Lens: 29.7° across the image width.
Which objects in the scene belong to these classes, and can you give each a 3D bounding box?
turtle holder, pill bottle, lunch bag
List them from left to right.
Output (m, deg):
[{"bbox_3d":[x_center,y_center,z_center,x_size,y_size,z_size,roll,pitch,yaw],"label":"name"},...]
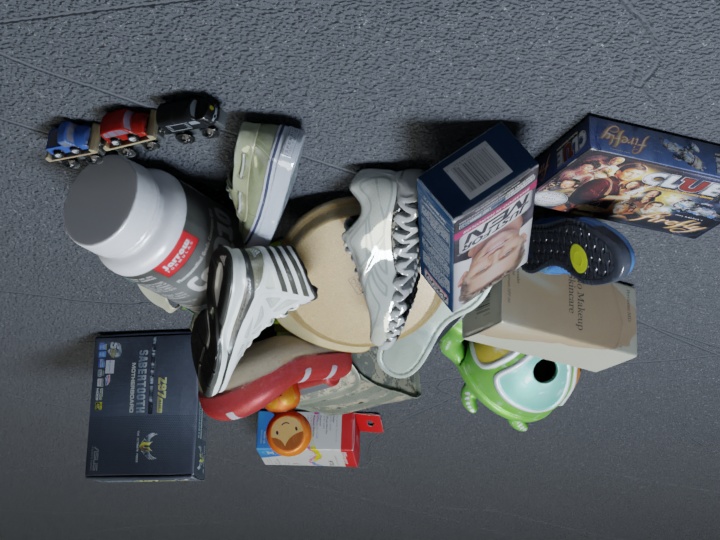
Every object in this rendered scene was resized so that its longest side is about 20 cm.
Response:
[{"bbox_3d":[-0.197,-0.034,1.376,0.114,0.114,0.200,-10,156,31],"label":"pill bottle"},{"bbox_3d":[-0.043,0.113,1.724,0.164,0.118,0.200,-17,155,36],"label":"lunch bag"},{"bbox_3d":[0.189,0.096,1.672,0.186,0.141,0.132,45,134,0],"label":"turtle holder"}]

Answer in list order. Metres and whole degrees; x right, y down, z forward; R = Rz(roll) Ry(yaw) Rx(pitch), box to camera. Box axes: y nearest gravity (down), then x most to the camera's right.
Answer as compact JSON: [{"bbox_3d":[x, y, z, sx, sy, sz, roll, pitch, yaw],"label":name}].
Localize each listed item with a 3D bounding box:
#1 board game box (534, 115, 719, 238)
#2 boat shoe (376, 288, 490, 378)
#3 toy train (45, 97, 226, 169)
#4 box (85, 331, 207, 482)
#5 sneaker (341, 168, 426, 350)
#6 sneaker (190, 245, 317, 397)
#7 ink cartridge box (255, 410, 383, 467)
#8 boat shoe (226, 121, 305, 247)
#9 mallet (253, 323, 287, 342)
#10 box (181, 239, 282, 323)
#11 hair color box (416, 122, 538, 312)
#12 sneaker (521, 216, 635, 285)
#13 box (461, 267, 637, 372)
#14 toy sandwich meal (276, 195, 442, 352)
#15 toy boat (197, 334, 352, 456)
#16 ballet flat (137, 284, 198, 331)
[{"bbox_3d":[0.272,-0.085,1.291,0.200,0.035,0.135,10,158,-18],"label":"board game box"},{"bbox_3d":[0.086,0.033,1.528,0.076,0.060,0.200,40,114,-6],"label":"boat shoe"},{"bbox_3d":[-0.215,-0.127,1.249,0.200,0.034,0.046,-9,153,27],"label":"toy train"},{"bbox_3d":[-0.286,0.186,1.840,0.157,0.200,0.051,-2,165,13],"label":"box"},{"bbox_3d":[0.021,-0.014,1.368,0.081,0.075,0.200,9,117,8],"label":"sneaker"},{"bbox_3d":[-0.103,0.053,1.384,0.115,0.076,0.201,-6,138,-25],"label":"sneaker"},{"bbox_3d":[-0.065,0.278,2.235,0.200,0.067,0.116,1,159,5],"label":"ink cartridge box"},{"bbox_3d":[-0.098,-0.086,1.315,0.062,0.072,0.200,21,149,-1],"label":"boat shoe"},{"bbox_3d":[-0.048,0.064,1.601,0.200,0.041,0.066,-6,161,4],"label":"mallet"},{"bbox_3d":[-0.102,0.019,1.593,0.200,0.048,0.122,-19,151,42],"label":"box"},{"bbox_3d":[0.111,-0.046,1.297,0.100,0.061,0.200,-34,157,-12],"label":"hair color box"},{"bbox_3d":[0.230,-0.027,1.363,0.078,0.066,0.200,-11,-173,-20],"label":"sneaker"},{"bbox_3d":[0.219,0.048,1.566,0.200,0.095,0.078,13,156,-29],"label":"box"},{"bbox_3d":[0.000,0.000,1.451,0.205,0.070,0.205,0,121,0],"label":"toy sandwich meal"},{"bbox_3d":[-0.090,0.144,1.523,0.130,0.131,0.200,-19,171,31],"label":"toy boat"},{"bbox_3d":[-0.190,0.030,1.518,0.200,0.070,0.067,34,142,-19],"label":"ballet flat"}]
